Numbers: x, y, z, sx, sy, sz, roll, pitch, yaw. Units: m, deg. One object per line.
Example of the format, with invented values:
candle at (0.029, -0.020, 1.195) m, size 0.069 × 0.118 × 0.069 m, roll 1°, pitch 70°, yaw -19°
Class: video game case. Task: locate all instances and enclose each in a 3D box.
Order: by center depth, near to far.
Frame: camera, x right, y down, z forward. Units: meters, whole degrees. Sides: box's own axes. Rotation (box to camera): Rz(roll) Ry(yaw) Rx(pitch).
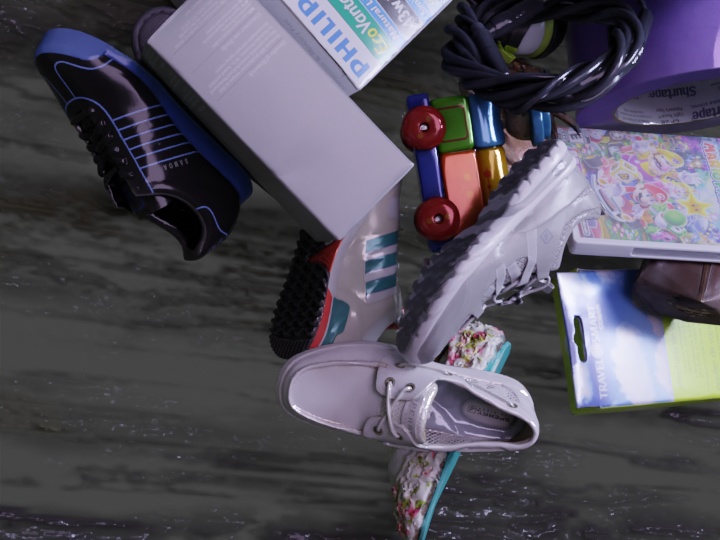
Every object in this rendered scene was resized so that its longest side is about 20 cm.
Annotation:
video game case at (0.267, -0.065, 1.411) m, size 0.199 × 0.018 × 0.143 m, roll 3°, pitch 46°, yaw -9°

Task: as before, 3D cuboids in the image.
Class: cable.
cable at (0.141, -0.180, 1.274) m, size 0.200 × 0.163 × 0.051 m, roll -62°, pitch 155°, yaw -53°

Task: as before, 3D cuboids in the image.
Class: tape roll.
tape roll at (0.280, -0.184, 1.413) m, size 0.199 × 0.200 × 0.085 m, roll -1°, pitch 77°, yaw -30°

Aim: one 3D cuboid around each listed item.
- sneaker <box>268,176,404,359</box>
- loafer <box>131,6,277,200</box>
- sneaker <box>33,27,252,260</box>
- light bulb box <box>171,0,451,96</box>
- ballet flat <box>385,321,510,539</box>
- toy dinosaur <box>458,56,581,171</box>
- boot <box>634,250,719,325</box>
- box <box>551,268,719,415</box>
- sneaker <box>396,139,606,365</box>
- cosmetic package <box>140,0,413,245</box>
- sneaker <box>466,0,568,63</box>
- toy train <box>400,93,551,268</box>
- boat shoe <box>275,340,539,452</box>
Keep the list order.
sneaker at (0.000, 0.000, 1.295) m, size 0.093 × 0.070 × 0.200 m, roll 38°, pitch 60°, yaw -34°
loafer at (-0.103, -0.120, 1.271) m, size 0.200 × 0.063 × 0.072 m, roll 44°, pitch 83°, yaw -8°
sneaker at (-0.169, -0.092, 1.211) m, size 0.200 × 0.070 × 0.078 m, roll 40°, pitch 55°, yaw -16°
light bulb box at (-0.034, -0.253, 1.296) m, size 0.198 × 0.125 × 0.200 m, roll 49°, pitch 59°, yaw -11°
ballet flat at (0.057, 0.124, 1.299) m, size 0.064 × 0.076 × 0.200 m, roll 22°, pitch 59°, yaw 10°
toy dinosaur at (0.137, -0.096, 1.376) m, size 0.135 × 0.086 × 0.201 m, roll -9°, pitch 82°, yaw -31°
boot at (0.336, -0.013, 1.428) m, size 0.186 × 0.064 × 0.200 m, roll 17°, pitch 42°, yaw 2°
box at (0.247, 0.059, 1.423) m, size 0.199 × 0.048 × 0.122 m, roll -2°, pitch 78°, yaw -30°
sneaker at (0.108, -0.001, 1.207) m, size 0.082 × 0.075 × 0.200 m, roll 43°, pitch 83°, yaw -13°
cosmetic package at (-0.063, -0.116, 1.193) m, size 0.200 × 0.107 × 0.090 m, roll 44°, pitch 83°, yaw -10°
sneaker at (0.119, -0.273, 1.407) m, size 0.083 × 0.072 × 0.201 m, roll -3°, pitch 67°, yaw -28°
toy train at (0.100, -0.043, 1.275) m, size 0.115 × 0.085 × 0.201 m, roll -9°, pitch 91°, yaw 1°
boat shoe at (0.038, 0.098, 1.211) m, size 0.199 × 0.069 × 0.071 m, roll 6°, pitch 102°, yaw -9°
